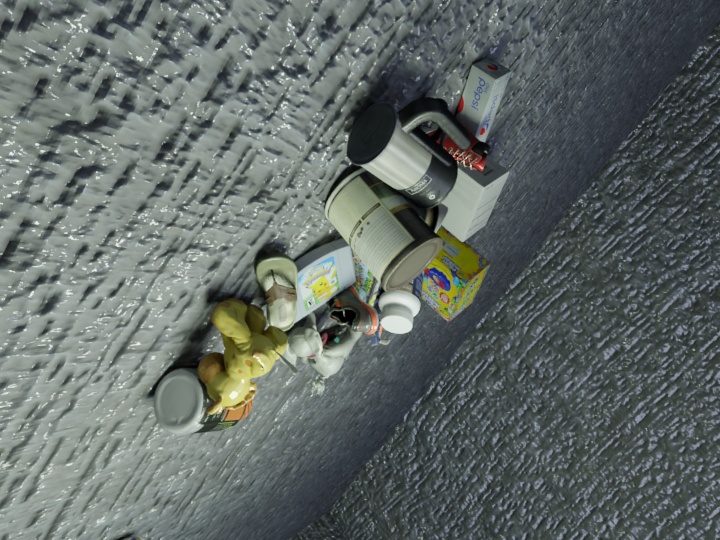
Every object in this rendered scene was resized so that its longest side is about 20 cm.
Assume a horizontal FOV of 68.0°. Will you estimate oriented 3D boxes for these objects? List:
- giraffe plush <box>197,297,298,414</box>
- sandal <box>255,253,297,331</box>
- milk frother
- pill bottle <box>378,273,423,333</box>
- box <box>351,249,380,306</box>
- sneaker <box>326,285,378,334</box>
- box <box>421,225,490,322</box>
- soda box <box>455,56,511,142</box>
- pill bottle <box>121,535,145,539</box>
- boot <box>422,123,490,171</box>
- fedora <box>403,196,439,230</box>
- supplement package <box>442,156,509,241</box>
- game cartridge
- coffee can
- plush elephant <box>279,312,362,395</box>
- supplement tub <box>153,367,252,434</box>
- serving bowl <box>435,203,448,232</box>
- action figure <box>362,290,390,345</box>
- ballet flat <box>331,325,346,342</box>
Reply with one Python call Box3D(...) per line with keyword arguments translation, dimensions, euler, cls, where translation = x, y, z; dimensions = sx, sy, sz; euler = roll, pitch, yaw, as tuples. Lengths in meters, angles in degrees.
Box3D(translation=(-0.227, 0.173, 0.985), dimensions=(0.163, 0.200, 0.172), euler=(-48, 150, 9), cls="giraffe plush")
Box3D(translation=(-0.153, 0.050, 1.042), dimensions=(0.078, 0.058, 0.203), euler=(-13, 130, -11), cls="sandal")
Box3D(translation=(0.083, -0.251, 0.982), dimensions=(0.187, 0.201, 0.181), euler=(26, 115, -42), cls="milk frother")
Box3D(translation=(0.106, 0.057, 1.401), dimensions=(0.112, 0.109, 0.202), euler=(98, 2, -54), cls="pill bottle")
Box3D(translation=(0.000, 0.000, 1.234), dimensions=(0.035, 0.110, 0.202), euler=(-37, 155, -37), cls="box")
Box3D(translation=(-0.043, 0.077, 1.201), dimensions=(0.081, 0.199, 0.078), euler=(-1, 111, -39), cls="sneaker")
Box3D(translation=(0.250, 0.006, 1.582), dimensions=(0.121, 0.200, 0.194), euler=(-34, 153, -29), cls="box")
Box3D(translation=(0.261, -0.361, 1.189), dimensions=(0.063, 0.068, 0.201), euler=(-34, 154, -32), cls="soda box")
Box3D(translation=(-0.612, 0.730, 1.284), dimensions=(0.116, 0.116, 0.199), euler=(-52, 157, 11), cls="pill bottle")
Box3D(translation=(0.184, -0.245, 1.137), dimensions=(0.199, 0.144, 0.073), euler=(-34, 156, -28), cls="boot")
Box3D(translation=(0.080, -0.105, 1.208), dimensions=(0.091, 0.201, 0.201), euler=(33, 100, -33), cls="fedora")
Box3D(translation=(0.294, -0.202, 1.440), dimensions=(0.117, 0.117, 0.201), euler=(-33, 154, -32), cls="supplement package")
Box3D(translation=(-0.097, 0.020, 1.146), dimensions=(0.199, 0.040, 0.135), euler=(-34, 137, -22), cls="game cartridge")
Box3D(translation=(0.043, -0.082, 1.045), dimensions=(0.145, 0.201, 0.147), euler=(-34, 160, -15), cls="coffee can")
Box3D(translation=(-0.113, 0.175, 1.291), dimensions=(0.156, 0.163, 0.202), euler=(56, 36, -32), cls="plush elephant")
Box3D(translation=(-0.309, 0.263, 1.080), dimensions=(0.123, 0.122, 0.200), euler=(-49, 158, 2), cls="supplement tub")
Box3D(translation=(0.128, -0.097, 1.318), dimensions=(0.201, 0.066, 0.200), euler=(-52, -174, 8), cls="serving bowl")
Box3D(translation=(0.016, 0.130, 1.435), dimensions=(0.103, 0.202, 0.194), euler=(-13, 139, 20), cls="action figure")
Box3D(translation=(-0.070, 0.200, 1.483), dimensions=(0.199, 0.072, 0.073), euler=(-31, 153, -49), cls="ballet flat")
